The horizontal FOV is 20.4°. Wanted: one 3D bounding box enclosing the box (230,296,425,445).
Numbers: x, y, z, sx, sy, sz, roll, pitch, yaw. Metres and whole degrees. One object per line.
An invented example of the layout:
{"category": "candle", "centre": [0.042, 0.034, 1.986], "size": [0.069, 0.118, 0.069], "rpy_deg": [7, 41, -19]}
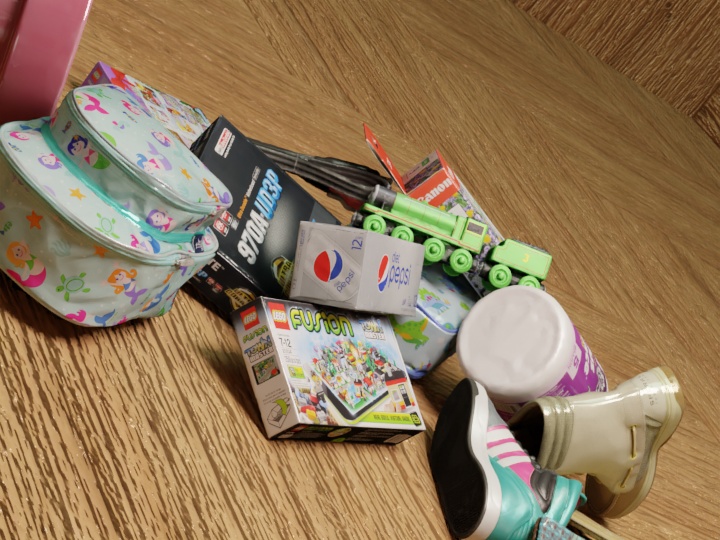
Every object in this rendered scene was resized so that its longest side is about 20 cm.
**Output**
{"category": "box", "centre": [-0.024, 0.086, 1.660], "size": [0.199, 0.035, 0.111], "rpy_deg": [10, 58, -58]}

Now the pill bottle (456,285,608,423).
{"category": "pill bottle", "centre": [0.172, 0.104, 1.897], "size": [0.112, 0.112, 0.200], "rpy_deg": [51, 0, 35]}

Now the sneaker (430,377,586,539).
{"category": "sneaker", "centre": [0.134, 0.179, 1.729], "size": [0.120, 0.084, 0.201], "rpy_deg": [27, 28, -20]}

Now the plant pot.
{"category": "plant pot", "centre": [-0.321, -0.221, 1.666], "size": [0.177, 0.201, 0.200], "rpy_deg": [18, 22, -12]}

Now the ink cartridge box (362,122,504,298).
{"category": "ink cartridge box", "centre": [0.080, -0.070, 1.956], "size": [0.201, 0.050, 0.109], "rpy_deg": [53, 6, -11]}

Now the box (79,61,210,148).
{"category": "box", "centre": [-0.177, -0.108, 1.900], "size": [0.136, 0.039, 0.200], "rpy_deg": [24, 23, -42]}

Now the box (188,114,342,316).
{"category": "box", "centre": [-0.099, -0.033, 1.775], "size": [0.159, 0.046, 0.200], "rpy_deg": [41, 27, -13]}

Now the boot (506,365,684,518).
{"category": "boot", "centre": [0.200, 0.171, 1.841], "size": [0.153, 0.201, 0.072], "rpy_deg": [-11, 54, -22]}

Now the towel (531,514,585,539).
{"category": "towel", "centre": [0.215, 0.298, 1.613], "size": [0.199, 0.022, 0.147], "rpy_deg": [32, 40, -14]}

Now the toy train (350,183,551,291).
{"category": "toy train", "centre": [0.087, -0.026, 1.879], "size": [0.198, 0.057, 0.042], "rpy_deg": [22, -10, -9]}

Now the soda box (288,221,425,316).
{"category": "soda box", "centre": [0.000, 0.000, 1.737], "size": [0.063, 0.069, 0.200], "rpy_deg": [9, 0, 16]}

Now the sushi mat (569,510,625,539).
{"category": "sushi mat", "centre": [0.220, 0.237, 1.771], "size": [0.095, 0.012, 0.200], "rpy_deg": [25, 0, -34]}

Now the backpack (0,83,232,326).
{"category": "backpack", "centre": [-0.205, -0.047, 1.520], "size": [0.177, 0.151, 0.200], "rpy_deg": [43, 22, 10]}

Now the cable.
{"category": "cable", "centre": [-0.049, -0.086, 1.919], "size": [0.198, 0.051, 0.097], "rpy_deg": [13, 12, -11]}

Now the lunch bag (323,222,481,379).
{"category": "lunch bag", "centre": [0.035, 0.020, 1.938], "size": [0.161, 0.083, 0.200], "rpy_deg": [41, 18, 5]}

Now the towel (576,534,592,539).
{"category": "towel", "centre": [0.242, 0.309, 1.710], "size": [0.200, 0.037, 0.148], "rpy_deg": [42, 16, 10]}
